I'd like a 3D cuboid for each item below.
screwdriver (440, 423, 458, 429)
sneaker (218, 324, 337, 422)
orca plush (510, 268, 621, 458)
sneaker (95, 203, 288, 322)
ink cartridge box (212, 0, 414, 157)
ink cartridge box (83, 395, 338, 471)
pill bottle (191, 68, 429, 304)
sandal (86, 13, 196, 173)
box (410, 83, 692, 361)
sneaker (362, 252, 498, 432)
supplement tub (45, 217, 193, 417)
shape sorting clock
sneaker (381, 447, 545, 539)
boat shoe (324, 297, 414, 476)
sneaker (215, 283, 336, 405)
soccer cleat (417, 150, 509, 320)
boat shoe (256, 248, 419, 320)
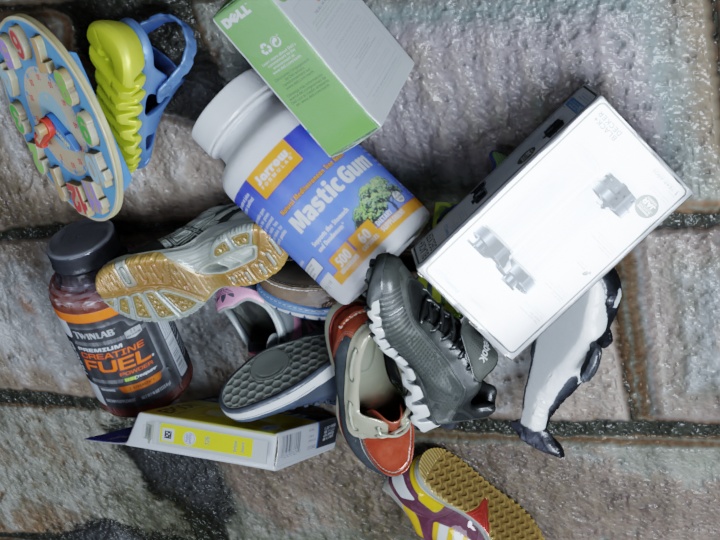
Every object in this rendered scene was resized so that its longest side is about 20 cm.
[{"bbox_3d":[0.109,0.084,1.243,0.028,0.029,0.200,21,129,5],"label":"screwdriver"},{"bbox_3d":[-0.026,0.125,1.239,0.202,0.077,0.146,-27,128,-11],"label":"sneaker"},{"bbox_3d":[0.204,0.078,1.161,0.071,0.105,0.200,-1,110,-26],"label":"orca plush"},{"bbox_3d":[-0.152,-0.014,1.210,0.200,0.088,0.076,-15,120,15],"label":"sneaker"},{"bbox_3d":[-0.051,-0.200,1.016,0.059,0.104,0.200,-27,114,36],"label":"ink cartridge box"},{"bbox_3d":[-0.145,0.158,1.307,0.200,0.198,0.047,10,93,15],"label":"ink cartridge box"},{"bbox_3d":[-0.047,-0.076,1.100,0.200,0.112,0.112,44,132,3],"label":"pill bottle"},{"bbox_3d":[-0.190,-0.157,1.129,0.080,0.087,0.200,52,153,12],"label":"sandal"},{"bbox_3d":[0.150,-0.039,1.034,0.117,0.060,0.200,42,100,-15],"label":"box"},{"bbox_3d":[0.065,0.058,1.057,0.090,0.066,0.200,-4,133,21],"label":"sneaker"},{"bbox_3d":[-0.249,0.046,1.301,0.107,0.107,0.200,-1,127,24],"label":"supplement tub"},{"bbox_3d":[-0.275,-0.134,1.157,0.200,0.039,0.200,39,149,29],"label":"shape sorting clock"},{"bbox_3d":[0.113,0.271,1.368,0.200,0.075,0.090,46,138,-9],"label":"sneaker"},{"bbox_3d":[0.017,0.117,1.169,0.063,0.071,0.200,41,151,51],"label":"boat shoe"},{"bbox_3d":[-0.076,0.077,1.271,0.070,0.082,0.200,-24,116,35],"label":"sneaker"},{"bbox_3d":[0.085,-0.016,1.112,0.084,0.065,0.200,39,109,3],"label":"soccer cleat"},{"bbox_3d":[0.000,0.000,1.191,0.200,0.072,0.072,2,124,8],"label":"boat shoe"}]
